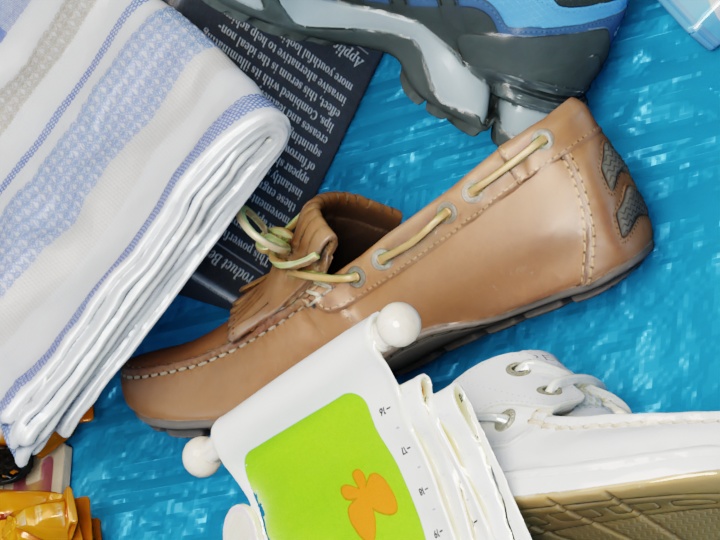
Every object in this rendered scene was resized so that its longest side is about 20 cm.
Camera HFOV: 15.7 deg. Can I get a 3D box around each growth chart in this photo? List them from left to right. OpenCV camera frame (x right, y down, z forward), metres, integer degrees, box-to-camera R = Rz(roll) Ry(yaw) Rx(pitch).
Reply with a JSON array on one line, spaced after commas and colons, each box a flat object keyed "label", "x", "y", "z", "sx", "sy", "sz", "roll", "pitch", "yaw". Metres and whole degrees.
[{"label": "growth chart", "x": 0.016, "y": 0.112, "z": 0.802, "sx": 0.145, "sy": 0.018, "sz": 0.200, "roll": -46, "pitch": 63, "yaw": 42}]

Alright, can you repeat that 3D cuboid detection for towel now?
[{"label": "towel", "x": -0.115, "y": -0.039, "z": 0.917, "sx": 0.147, "sy": 0.024, "sz": 0.200, "roll": -52, "pitch": 43, "yaw": 5}]

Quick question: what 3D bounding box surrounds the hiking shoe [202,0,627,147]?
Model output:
[{"label": "hiking shoe", "x": 0.001, "y": -0.118, "z": 0.895, "sx": 0.087, "sy": 0.200, "sz": 0.074, "roll": -62, "pitch": 13, "yaw": 16}]

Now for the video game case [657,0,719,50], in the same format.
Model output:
[{"label": "video game case", "x": 0.156, "y": -0.189, "z": 0.918, "sx": 0.200, "sy": 0.018, "sz": 0.143, "roll": -46, "pitch": 44, "yaw": 12}]

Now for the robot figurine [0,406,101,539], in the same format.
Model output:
[{"label": "robot figurine", "x": -0.200, "y": 0.085, "z": 0.994, "sx": 0.199, "sy": 0.058, "sz": 0.145, "roll": -10, "pitch": 57, "yaw": 2}]

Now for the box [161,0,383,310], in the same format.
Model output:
[{"label": "box", "x": -0.077, "y": -0.103, "z": 1.015, "sx": 0.148, "sy": 0.107, "sz": 0.200, "roll": 16, "pitch": 77, "yaw": 46}]

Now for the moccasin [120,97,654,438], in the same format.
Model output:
[{"label": "moccasin", "x": -0.001, "y": 0.000, "z": 0.892, "sx": 0.201, "sy": 0.074, "sz": 0.078, "roll": -24, "pitch": 95, "yaw": 31}]

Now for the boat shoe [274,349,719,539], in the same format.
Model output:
[{"label": "boat shoe", "x": 0.052, "y": 0.056, "z": 0.828, "sx": 0.200, "sy": 0.071, "sz": 0.069, "roll": -11, "pitch": 59, "yaw": 40}]

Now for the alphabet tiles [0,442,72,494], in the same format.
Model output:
[{"label": "alphabet tiles", "x": -0.193, "y": 0.141, "z": 1.050, "sx": 0.200, "sy": 0.008, "sz": 0.168, "roll": -22, "pitch": 53, "yaw": 33}]
